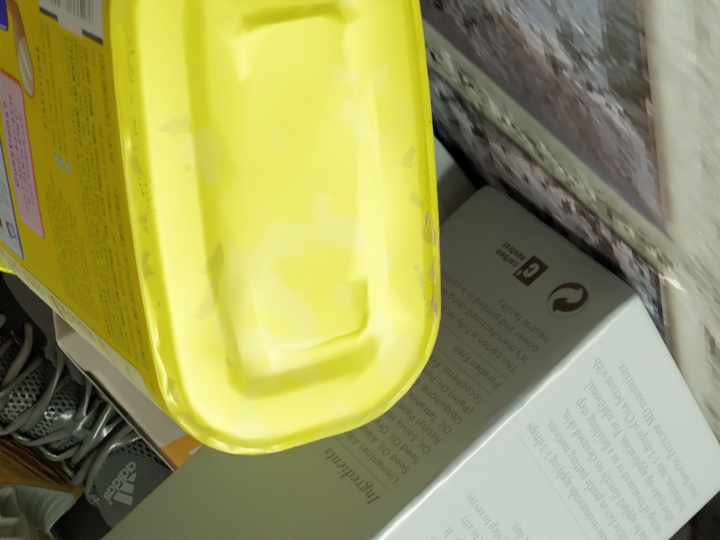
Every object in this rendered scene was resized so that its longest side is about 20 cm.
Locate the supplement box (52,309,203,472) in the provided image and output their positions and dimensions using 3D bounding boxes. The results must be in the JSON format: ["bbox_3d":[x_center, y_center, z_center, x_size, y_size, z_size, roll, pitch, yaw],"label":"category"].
[{"bbox_3d":[-0.059,-0.003,0.785,0.126,0.073,0.200,52,-170,-32],"label":"supplement box"}]

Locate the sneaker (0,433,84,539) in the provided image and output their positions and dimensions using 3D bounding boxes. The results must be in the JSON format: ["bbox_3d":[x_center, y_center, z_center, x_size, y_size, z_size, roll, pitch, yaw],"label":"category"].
[{"bbox_3d":[-0.159,0.103,0.793,0.076,0.088,0.200,39,-163,-15],"label":"sneaker"}]

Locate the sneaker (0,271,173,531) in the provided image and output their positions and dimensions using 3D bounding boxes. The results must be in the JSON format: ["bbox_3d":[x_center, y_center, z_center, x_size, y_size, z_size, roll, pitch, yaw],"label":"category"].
[{"bbox_3d":[-0.108,0.050,0.764,0.200,0.075,0.116,24,-153,-56],"label":"sneaker"}]

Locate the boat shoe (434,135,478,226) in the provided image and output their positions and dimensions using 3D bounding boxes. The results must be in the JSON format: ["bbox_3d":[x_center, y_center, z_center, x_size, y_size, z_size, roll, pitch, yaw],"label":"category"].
[{"bbox_3d":[0.029,0.022,0.667,0.069,0.057,0.200,40,169,46],"label":"boat shoe"}]

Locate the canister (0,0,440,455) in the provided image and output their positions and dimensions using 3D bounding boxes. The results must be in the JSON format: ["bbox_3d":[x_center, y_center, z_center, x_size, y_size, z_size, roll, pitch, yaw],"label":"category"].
[{"bbox_3d":[-0.060,-0.049,0.549,0.200,0.086,0.149,33,132,58],"label":"canister"}]

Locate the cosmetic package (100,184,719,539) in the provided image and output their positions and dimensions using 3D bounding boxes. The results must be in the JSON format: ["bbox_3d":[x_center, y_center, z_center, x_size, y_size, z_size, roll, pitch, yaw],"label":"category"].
[{"bbox_3d":[0.002,0.084,0.585,0.071,0.200,0.101,40,170,43],"label":"cosmetic package"}]

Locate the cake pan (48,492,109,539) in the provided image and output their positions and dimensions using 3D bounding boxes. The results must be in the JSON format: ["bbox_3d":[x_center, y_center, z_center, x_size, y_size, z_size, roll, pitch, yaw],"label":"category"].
[{"bbox_3d":[-0.052,0.146,0.885,0.200,0.037,0.200,41,-177,-2],"label":"cake pan"}]
